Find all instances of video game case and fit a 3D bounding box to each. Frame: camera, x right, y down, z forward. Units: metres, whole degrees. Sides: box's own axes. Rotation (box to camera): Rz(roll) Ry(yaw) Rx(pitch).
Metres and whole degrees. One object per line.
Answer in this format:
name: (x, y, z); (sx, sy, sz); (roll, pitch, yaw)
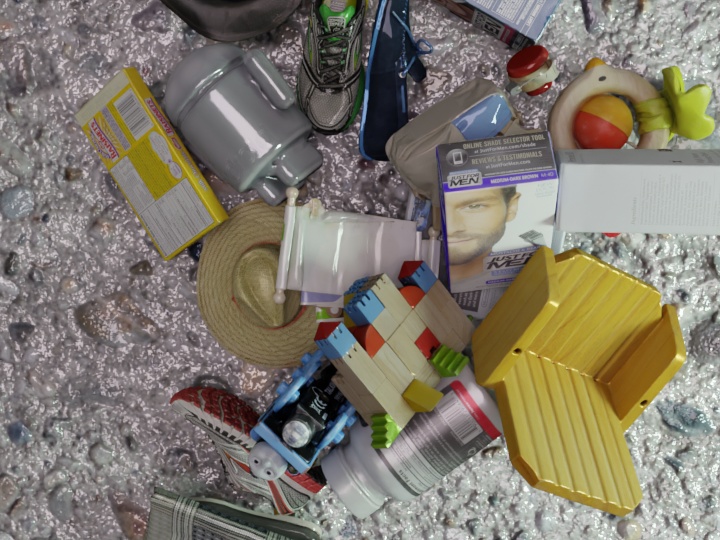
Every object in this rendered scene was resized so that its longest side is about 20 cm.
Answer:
video game case: (0.140, -0.045, 1.086); (0.182, 0.023, 0.200); (11, 95, 2)

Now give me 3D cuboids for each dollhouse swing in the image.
dollhouse swing: (0.242, 0.113, 0.969); (0.200, 0.176, 0.182); (24, 114, -26)

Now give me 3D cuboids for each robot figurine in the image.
robot figurine: (-0.133, -0.166, 1.047); (0.200, 0.113, 0.170); (46, 129, 0)

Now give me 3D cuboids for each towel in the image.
towel: (-0.157, 0.331, 1.065); (0.192, 0.035, 0.200); (21, 136, 2)

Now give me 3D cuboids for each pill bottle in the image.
pill bottle: (0.058, 0.184, 1.061); (0.200, 0.111, 0.111); (-37, 91, 5)

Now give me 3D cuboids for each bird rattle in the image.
bird rattle: (0.280, -0.140, 1.041); (0.163, 0.113, 0.200); (31, 107, -1)

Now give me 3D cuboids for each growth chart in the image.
growth chart: (0.000, 0.000, 1.045); (0.200, 0.018, 0.145); (12, 92, -20)

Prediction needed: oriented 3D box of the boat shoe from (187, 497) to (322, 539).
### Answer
boat shoe: (-0.144, 0.303, 1.088); (0.200, 0.067, 0.057); (7, 50, 10)

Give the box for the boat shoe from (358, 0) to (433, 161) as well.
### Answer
boat shoe: (0.042, -0.221, 1.056); (0.069, 0.084, 0.200); (7, 115, 0)

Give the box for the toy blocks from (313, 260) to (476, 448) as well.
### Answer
toy blocks: (0.030, 0.065, 0.998); (0.137, 0.100, 0.200); (52, 57, -15)

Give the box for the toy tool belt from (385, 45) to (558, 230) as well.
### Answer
toy tool belt: (0.136, -0.136, 1.023); (0.200, 0.125, 0.123); (-34, 120, 5)

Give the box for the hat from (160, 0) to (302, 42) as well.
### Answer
hat: (-0.144, -0.353, 1.055); (0.200, 0.081, 0.201); (0, 102, 2)

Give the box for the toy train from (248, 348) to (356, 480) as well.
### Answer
toy train: (-0.062, 0.159, 1.027); (0.087, 0.200, 0.114); (41, 106, 0)

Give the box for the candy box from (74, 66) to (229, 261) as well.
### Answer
candy box: (-0.237, -0.118, 1.080); (0.102, 0.026, 0.200); (-30, 92, 37)

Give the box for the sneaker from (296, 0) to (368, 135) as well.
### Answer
sneaker: (-0.034, -0.249, 1.051); (0.078, 0.085, 0.200); (3, 95, 3)

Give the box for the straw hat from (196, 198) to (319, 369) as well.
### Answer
straw hat: (-0.104, 0.018, 1.072); (0.201, 0.085, 0.201); (0, 93, 3)

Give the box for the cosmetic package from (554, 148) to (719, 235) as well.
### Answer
cosmetic package: (0.294, -0.080, 0.947); (0.200, 0.102, 0.074); (3, 106, 8)

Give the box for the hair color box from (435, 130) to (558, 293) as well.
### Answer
hair color box: (0.138, -0.053, 0.975); (0.109, 0.200, 0.065); (-7, 58, 4)

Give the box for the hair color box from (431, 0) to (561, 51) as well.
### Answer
hair color box: (0.113, -0.312, 1.031); (0.200, 0.100, 0.061); (31, 96, 2)

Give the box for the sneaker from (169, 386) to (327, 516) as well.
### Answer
sneaker: (-0.137, 0.208, 1.087); (0.200, 0.078, 0.082); (39, 101, -4)
